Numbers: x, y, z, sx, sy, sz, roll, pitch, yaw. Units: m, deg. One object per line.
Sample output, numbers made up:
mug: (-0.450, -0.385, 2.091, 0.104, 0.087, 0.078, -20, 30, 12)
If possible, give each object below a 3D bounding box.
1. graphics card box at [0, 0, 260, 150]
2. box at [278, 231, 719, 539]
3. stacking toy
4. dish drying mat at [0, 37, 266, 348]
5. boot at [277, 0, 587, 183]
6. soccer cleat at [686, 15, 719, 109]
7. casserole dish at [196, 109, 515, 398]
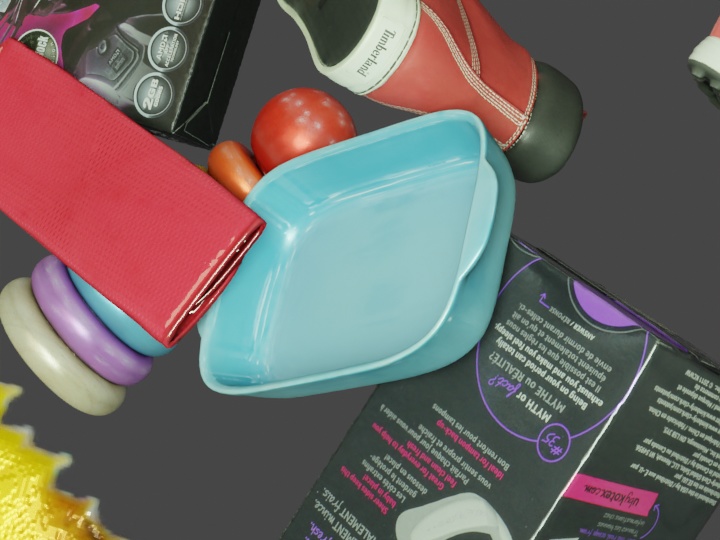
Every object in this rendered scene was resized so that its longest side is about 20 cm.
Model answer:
graphics card box: (-0.152, -0.150, 0.931, 0.199, 0.051, 0.126, 18, 89, 24)
box: (0.065, 0.101, 0.752, 0.122, 0.106, 0.200, 39, 98, 45)
stacking toy: (-0.086, -0.020, 0.871, 0.200, 0.085, 0.085, -41, 69, 7)
dish drying mat: (-0.134, -0.043, 0.853, 0.200, 0.018, 0.077, 36, 85, 31)
boot: (0.038, -0.118, 0.839, 0.072, 0.144, 0.200, -51, 29, 23)
soccer cleat: (0.239, -0.065, 0.745, 0.200, 0.068, 0.073, 37, 92, 26)
casserole dish: (0.000, 0.000, 0.767, 0.200, 0.039, 0.122, -14, 56, 47)
